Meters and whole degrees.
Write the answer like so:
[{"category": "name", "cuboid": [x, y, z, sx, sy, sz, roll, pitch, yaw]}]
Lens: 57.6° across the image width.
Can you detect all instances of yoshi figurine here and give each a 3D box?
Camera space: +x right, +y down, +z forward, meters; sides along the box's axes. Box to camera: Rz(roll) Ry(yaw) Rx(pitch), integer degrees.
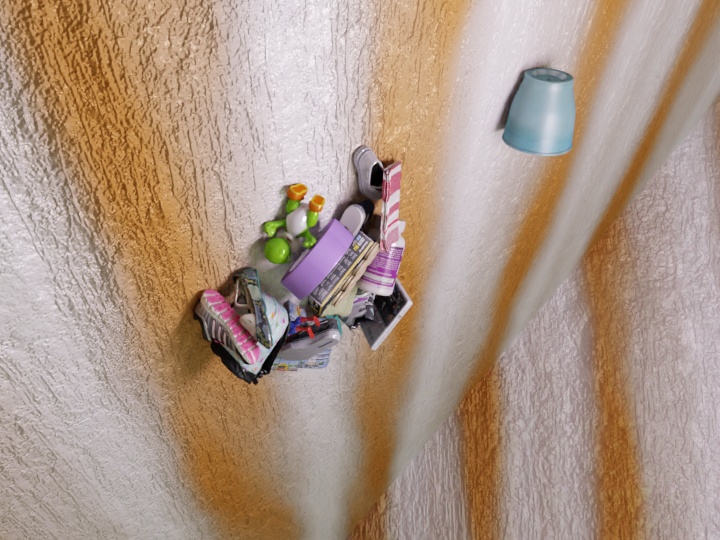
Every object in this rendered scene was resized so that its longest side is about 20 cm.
[{"category": "yoshi figurine", "cuboid": [-0.160, -0.088, 1.488, 0.110, 0.113, 0.202, 4, 130, -34]}]

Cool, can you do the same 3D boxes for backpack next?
[{"category": "backpack", "cuboid": [-0.265, 0.152, 1.607, 0.201, 0.166, 0.126, -52, 152, -1]}]

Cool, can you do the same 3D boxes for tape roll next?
[{"category": "tape roll", "cuboid": [-0.103, -0.027, 1.559, 0.201, 0.065, 0.200, -49, -171, 10]}]

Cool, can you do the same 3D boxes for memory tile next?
[{"category": "memory tile", "cuboid": [0.000, 0.000, 1.655, 0.202, 0.017, 0.153, -55, 177, 19]}]

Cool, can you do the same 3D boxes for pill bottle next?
[{"category": "pill bottle", "cuboid": [0.059, -0.044, 1.769, 0.111, 0.111, 0.205, 2, 106, -53]}]

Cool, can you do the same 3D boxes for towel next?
[{"category": "towel", "cuboid": [-0.048, 0.030, 1.788, 0.147, 0.036, 0.204, 6, 104, -57]}, {"category": "towel", "cuboid": [0.078, -0.159, 1.617, 0.144, 0.022, 0.205, -48, 142, -66]}]

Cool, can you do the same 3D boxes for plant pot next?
[{"category": "plant pot", "cuboid": [0.500, -0.444, 1.799, 0.197, 0.199, 0.192, -23, 130, -33]}]

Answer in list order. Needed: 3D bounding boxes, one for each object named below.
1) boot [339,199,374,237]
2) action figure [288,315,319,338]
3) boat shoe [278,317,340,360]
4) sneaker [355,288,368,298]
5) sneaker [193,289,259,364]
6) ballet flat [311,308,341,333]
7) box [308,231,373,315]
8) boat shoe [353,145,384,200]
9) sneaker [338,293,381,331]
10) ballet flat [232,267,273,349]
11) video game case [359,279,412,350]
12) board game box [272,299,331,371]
[{"category": "boot", "cuboid": [-0.033, -0.093, 1.676, 0.201, 0.073, 0.090, -50, 172, 32]}, {"category": "action figure", "cuboid": [-0.192, 0.168, 1.696, 0.066, 0.196, 0.100, -61, 140, -43]}, {"category": "boat shoe", "cuboid": [-0.133, 0.182, 1.730, 0.197, 0.072, 0.072, -21, 140, 25]}, {"category": "sneaker", "cuboid": [0.028, -0.016, 1.867, 0.201, 0.077, 0.082, -51, 137, -4]}, {"category": "sneaker", "cuboid": [-0.313, 0.144, 1.512, 0.087, 0.201, 0.074, -40, 180, 27]}, {"category": "ballet flat", "cuboid": [-0.101, 0.136, 1.880, 0.070, 0.071, 0.202, -34, 142, -16]}, {"category": "box", "cuboid": [-0.052, 0.010, 1.608, 0.201, 0.049, 0.160, -51, 178, -12]}, {"category": "boat shoe", "cuboid": [0.032, -0.218, 1.594, 0.073, 0.067, 0.200, -42, 152, -3]}, {"category": "sneaker", "cuboid": [0.027, 0.096, 1.916, 0.200, 0.140, 0.078, -45, 146, 2]}, {"category": "ballet flat", "cuboid": [-0.254, 0.091, 1.508, 0.073, 0.204, 0.075, -16, 156, -7]}, {"category": "video game case", "cuboid": [0.062, 0.108, 1.938, 0.023, 0.201, 0.183, 28, 108, -30]}, {"category": "board game box", "cuboid": [-0.163, 0.184, 1.802, 0.195, 0.062, 0.203, 5, 124, -14]}]
